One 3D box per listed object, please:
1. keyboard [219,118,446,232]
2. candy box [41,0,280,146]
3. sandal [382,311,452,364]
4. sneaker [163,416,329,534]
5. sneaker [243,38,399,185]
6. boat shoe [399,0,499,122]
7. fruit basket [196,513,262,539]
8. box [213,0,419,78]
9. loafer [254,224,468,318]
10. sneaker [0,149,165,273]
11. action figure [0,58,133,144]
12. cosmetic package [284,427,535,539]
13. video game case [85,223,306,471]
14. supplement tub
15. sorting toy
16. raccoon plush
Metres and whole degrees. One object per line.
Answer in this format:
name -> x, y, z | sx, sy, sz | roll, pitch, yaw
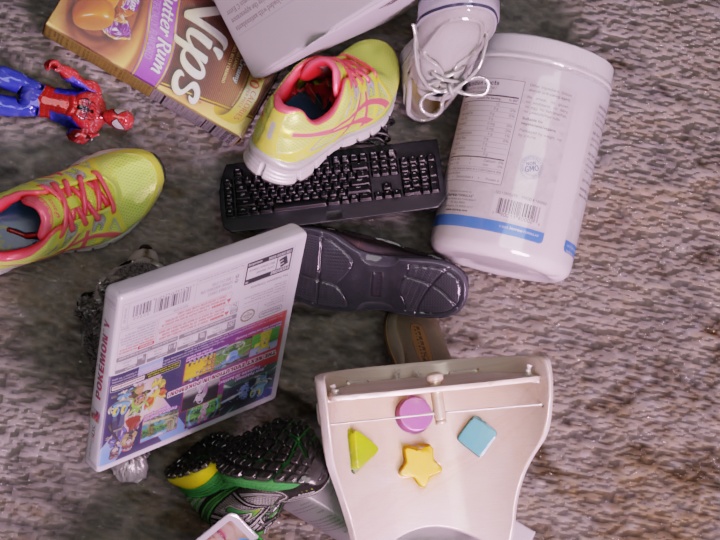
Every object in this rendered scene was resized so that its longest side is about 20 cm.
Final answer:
keyboard -> -0.028, -0.093, 1.624 | 0.200, 0.040, 0.104 | -7, 54, -1
candy box -> -0.167, -0.212, 1.624 | 0.200, 0.056, 0.117 | 30, 80, -10
sandal -> 0.075, 0.106, 1.611 | 0.080, 0.054, 0.200 | 8, 52, -38
sneaker -> -0.083, 0.179, 1.553 | 0.078, 0.200, 0.085 | -43, 106, -30
sneaker -> -0.022, -0.156, 1.594 | 0.078, 0.090, 0.200 | 29, 47, 15
boat shoe -> 0.072, -0.176, 1.589 | 0.075, 0.202, 0.086 | 5, 73, -13
fruit basket -> -0.125, 0.324, 1.518 | 0.200, 0.094, 0.185 | -41, 113, -5
box -> 0.001, -0.280, 1.558 | 0.200, 0.199, 0.131 | -30, 94, -40
loafer -> 0.000, 0.000, 1.647 | 0.200, 0.063, 0.072 | 12, 104, 5
sneaker -> -0.257, -0.049, 1.569 | 0.200, 0.090, 0.078 | -27, 91, -13
action figure -> -0.291, -0.153, 1.576 | 0.200, 0.099, 0.065 | 12, 85, -13
cosmetic package -> 0.038, 0.219, 1.608 | 0.200, 0.108, 0.085 | 31, 71, -10
video game case -> -0.138, 0.063, 1.532 | 0.200, 0.023, 0.182 | -21, 135, -40
supplement tub -> 0.146, -0.099, 1.641 | 0.132, 0.132, 0.200 | 15, 83, -10
sorting toy -> 0.054, 0.167, 1.515 | 0.200, 0.107, 0.180 | -4, 89, -16
raccoon plush -> -0.182, 0.080, 1.561 | 0.097, 0.134, 0.200 | -12, 89, -13
